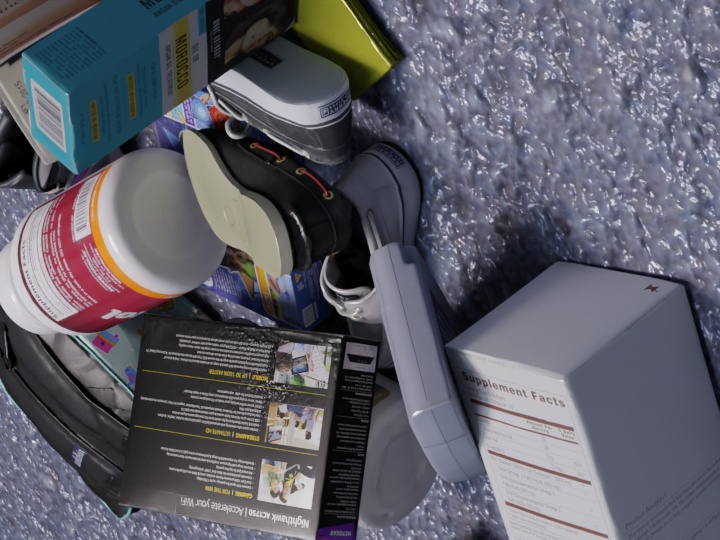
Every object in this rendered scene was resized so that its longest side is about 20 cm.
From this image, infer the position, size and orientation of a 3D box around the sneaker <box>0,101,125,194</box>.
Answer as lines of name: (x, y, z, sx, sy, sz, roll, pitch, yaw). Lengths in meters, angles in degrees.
sneaker: (-0.252, -0.076, 1.722, 0.077, 0.140, 0.201, 26, 138, 37)

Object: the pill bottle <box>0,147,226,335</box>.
pill bottle: (-0.199, -0.015, 1.644, 0.199, 0.113, 0.113, -23, 101, 49)

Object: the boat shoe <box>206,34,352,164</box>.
boat shoe: (-0.072, -0.133, 1.490, 0.199, 0.073, 0.068, 30, 143, 39)

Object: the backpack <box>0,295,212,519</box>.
backpack: (-0.217, 0.082, 1.812, 0.199, 0.153, 0.176, 36, 143, 10)

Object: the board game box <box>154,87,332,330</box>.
board game box: (-0.095, -0.060, 1.627, 0.135, 0.034, 0.201, 24, 136, 40)

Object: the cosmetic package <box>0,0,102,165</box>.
cosmetic package: (-0.222, -0.165, 1.552, 0.088, 0.103, 0.200, 60, 176, -26)

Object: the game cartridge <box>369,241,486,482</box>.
game cartridge: (0.052, 0.071, 1.431, 0.200, 0.041, 0.134, 55, -165, -69)

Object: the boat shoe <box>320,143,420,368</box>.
boat shoe: (0.000, 0.000, 1.529, 0.073, 0.065, 0.201, 30, 140, 34)

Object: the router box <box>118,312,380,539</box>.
router box: (-0.085, 0.114, 1.572, 0.199, 0.051, 0.150, 6, 86, 38)

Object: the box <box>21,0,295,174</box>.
box: (-0.129, -0.152, 1.401, 0.049, 0.200, 0.083, 40, 151, 24)

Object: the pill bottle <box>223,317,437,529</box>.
pill bottle: (-0.039, 0.111, 1.642, 0.199, 0.111, 0.112, 26, 139, 38)

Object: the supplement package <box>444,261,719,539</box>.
supplement package: (0.157, 0.113, 1.377, 0.117, 0.117, 0.201, 13, 129, 50)

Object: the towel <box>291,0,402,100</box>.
towel: (-0.048, -0.209, 1.447, 0.201, 0.018, 0.086, 55, 154, -2)

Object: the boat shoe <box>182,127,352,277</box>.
boat shoe: (-0.071, -0.054, 1.501, 0.201, 0.063, 0.074, 38, 143, 55)
